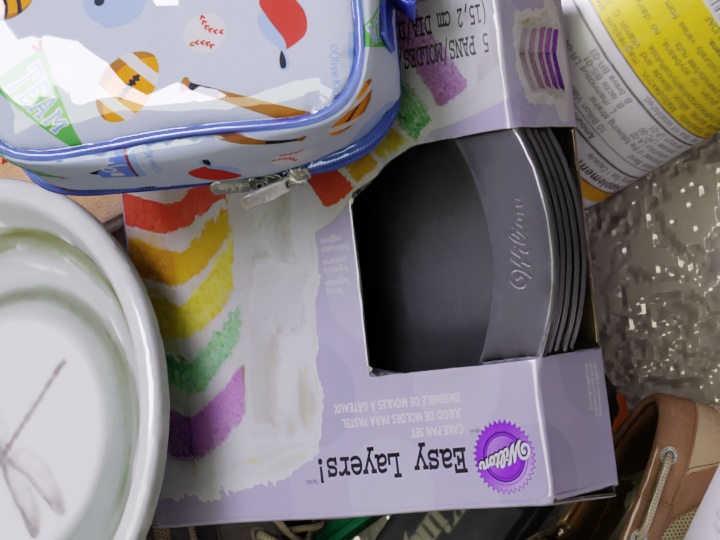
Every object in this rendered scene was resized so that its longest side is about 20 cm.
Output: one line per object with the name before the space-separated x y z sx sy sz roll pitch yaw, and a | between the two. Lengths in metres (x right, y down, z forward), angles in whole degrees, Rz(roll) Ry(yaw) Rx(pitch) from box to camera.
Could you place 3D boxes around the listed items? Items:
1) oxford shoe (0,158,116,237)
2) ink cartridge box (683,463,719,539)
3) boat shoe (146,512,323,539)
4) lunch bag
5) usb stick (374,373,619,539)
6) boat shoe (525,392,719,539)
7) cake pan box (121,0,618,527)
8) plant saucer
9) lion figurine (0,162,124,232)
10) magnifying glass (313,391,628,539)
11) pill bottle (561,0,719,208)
oxford shoe | -0.154 -0.037 1.080 0.072 0.071 0.201 14 97 53
ink cartridge box | 0.201 0.069 0.862 0.115 0.068 0.201 22 100 -13
boat shoe | -0.057 0.110 0.988 0.073 0.074 0.201 -37 70 18
lunch bag | -0.060 -0.121 0.844 0.159 0.076 0.201 -7 77 9
usb stick | 0.036 0.109 0.969 0.055 0.033 0.201 44 117 23
boat shoe | 0.083 0.131 0.930 0.201 0.072 0.076 -57 22 5
cake pan box | 0.000 0.000 0.892 0.199 0.052 0.186 -6 91 37
plant saucer | -0.142 0.066 0.944 0.199 0.050 0.202 -7 78 35
lion figurine | -0.118 -0.036 1.016 0.200 0.072 0.123 -39 98 -17
magnifying glass | 0.017 0.077 1.007 0.199 0.022 0.080 -10 83 27
pill bottle | 0.095 -0.092 0.924 0.199 0.113 0.113 -31 75 21
